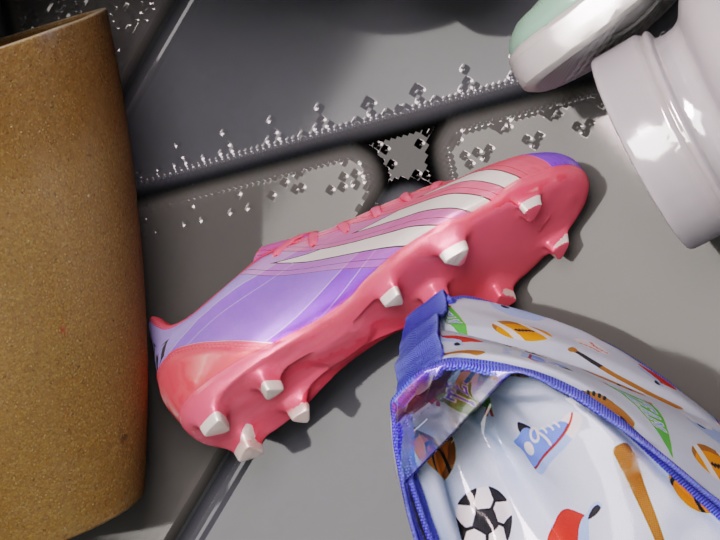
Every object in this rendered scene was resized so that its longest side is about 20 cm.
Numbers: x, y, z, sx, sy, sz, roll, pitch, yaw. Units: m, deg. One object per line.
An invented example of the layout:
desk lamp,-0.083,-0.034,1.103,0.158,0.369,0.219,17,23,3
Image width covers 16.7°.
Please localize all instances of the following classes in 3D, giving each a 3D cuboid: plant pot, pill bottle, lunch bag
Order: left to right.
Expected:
plant pot,-0.165,0.014,1.015,0.186,0.186,0.200,-14,99,15
lunch bag,0.087,0.096,0.915,0.200,0.170,0.124,45,98,-4
pill bottle,0.196,-0.089,0.938,0.200,0.113,0.113,-28,82,13

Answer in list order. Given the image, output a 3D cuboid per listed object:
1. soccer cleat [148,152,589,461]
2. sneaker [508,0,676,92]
soccer cleat,0.000,0.000,1.018,0.200,0.067,0.077,-35,56,7
sneaker,0.101,-0.171,0.979,0.118,0.074,0.200,41,85,7
